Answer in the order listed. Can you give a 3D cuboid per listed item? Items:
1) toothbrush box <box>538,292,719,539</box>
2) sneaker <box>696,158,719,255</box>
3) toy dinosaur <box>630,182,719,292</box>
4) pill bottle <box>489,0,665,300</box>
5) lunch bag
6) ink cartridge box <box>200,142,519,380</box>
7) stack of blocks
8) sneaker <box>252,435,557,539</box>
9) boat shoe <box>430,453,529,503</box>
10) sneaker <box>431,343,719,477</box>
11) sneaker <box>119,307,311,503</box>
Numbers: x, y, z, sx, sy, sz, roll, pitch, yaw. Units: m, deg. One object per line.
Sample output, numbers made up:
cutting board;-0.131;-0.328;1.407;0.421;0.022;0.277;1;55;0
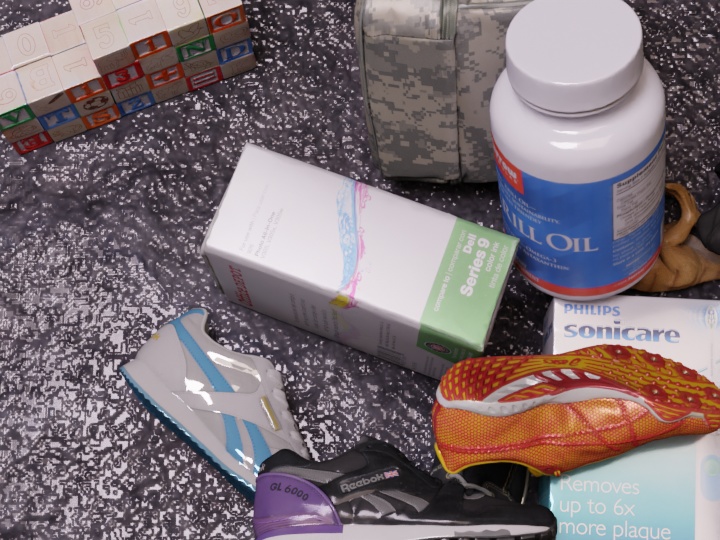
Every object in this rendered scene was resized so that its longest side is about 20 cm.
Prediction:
toothbrush box;0.200;0.123;0.964;0.145;0.085;0.202;4;75;3
sneaker;0.302;-0.086;0.975;0.200;0.090;0.076;-50;121;-28
toy dinosaur;0.239;-0.010;1.022;0.198;0.060;0.107;-1;90;-11
pill bottle;0.141;-0.080;0.895;0.111;0.201;0.113;-6;52;8
lunch bag;0.090;-0.158;0.973;0.166;0.201;0.140;4;54;8
ink cartridge box;0.000;0.000;0.965;0.199;0.145;0.088;18;76;5
stack of blocks;-0.183;-0.164;1.024;0.199;0.115;0.059;-22;76;-4
sneaker;0.029;0.147;0.899;0.198;0.076;0.088;-1;62;-3
boat shoe;0.076;0.169;0.964;0.071;0.068;0.201;18;75;7
sneaker;0.142;0.095;0.903;0.198;0.078;0.073;0;31;-6
sneaker;-0.075;0.110;0.976;0.200;0.077;0.081;42;74;7
